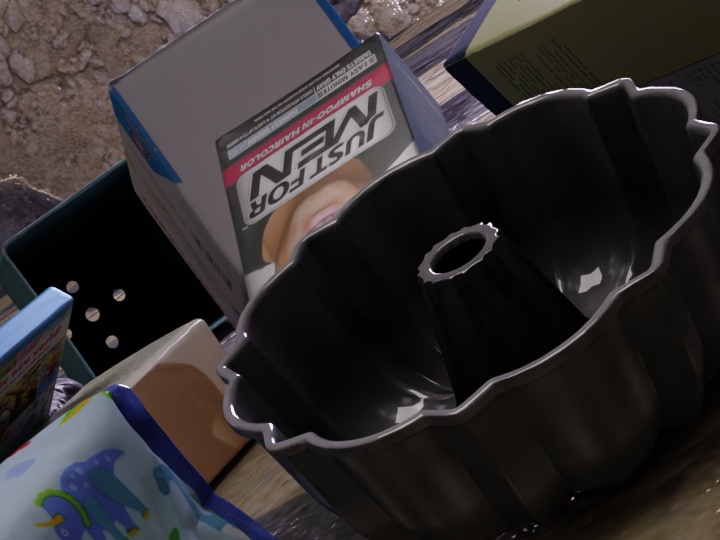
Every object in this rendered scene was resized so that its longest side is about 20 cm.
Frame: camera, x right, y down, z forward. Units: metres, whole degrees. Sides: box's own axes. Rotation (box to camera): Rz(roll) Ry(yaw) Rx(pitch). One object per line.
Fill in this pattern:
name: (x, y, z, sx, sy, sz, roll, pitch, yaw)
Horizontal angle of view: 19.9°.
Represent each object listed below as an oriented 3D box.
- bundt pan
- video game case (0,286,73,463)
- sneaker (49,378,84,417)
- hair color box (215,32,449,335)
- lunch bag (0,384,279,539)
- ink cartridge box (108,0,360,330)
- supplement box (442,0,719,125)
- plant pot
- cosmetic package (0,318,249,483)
bundt pan: (0.052, 0.022, 0.729, 0.201, 0.076, 0.202, -27, 24, 13)
video game case: (-0.213, 0.121, 1.096, 0.143, 0.018, 0.201, -45, -22, -54)
sneaker: (-0.195, 0.119, 1.305, 0.104, 0.060, 0.200, -30, 15, 33)
hair color box: (0.002, -0.007, 0.918, 0.099, 0.061, 0.201, -32, 41, 14)
lunch bag: (-0.136, 0.157, 0.682, 0.200, 0.127, 0.170, -44, 4, 35)
ink cartridge box: (-0.057, -0.067, 1.310, 0.144, 0.148, 0.200, -35, -10, -11)
supplement box: (0.175, -0.139, 0.882, 0.201, 0.134, 0.199, -57, 18, -25)
plant pot: (-0.194, 0.017, 1.601, 0.141, 0.142, 0.200, -37, 1, -18)
cosmetic package: (-0.142, 0.114, 1.069, 0.105, 0.071, 0.200, -29, 10, 36)
